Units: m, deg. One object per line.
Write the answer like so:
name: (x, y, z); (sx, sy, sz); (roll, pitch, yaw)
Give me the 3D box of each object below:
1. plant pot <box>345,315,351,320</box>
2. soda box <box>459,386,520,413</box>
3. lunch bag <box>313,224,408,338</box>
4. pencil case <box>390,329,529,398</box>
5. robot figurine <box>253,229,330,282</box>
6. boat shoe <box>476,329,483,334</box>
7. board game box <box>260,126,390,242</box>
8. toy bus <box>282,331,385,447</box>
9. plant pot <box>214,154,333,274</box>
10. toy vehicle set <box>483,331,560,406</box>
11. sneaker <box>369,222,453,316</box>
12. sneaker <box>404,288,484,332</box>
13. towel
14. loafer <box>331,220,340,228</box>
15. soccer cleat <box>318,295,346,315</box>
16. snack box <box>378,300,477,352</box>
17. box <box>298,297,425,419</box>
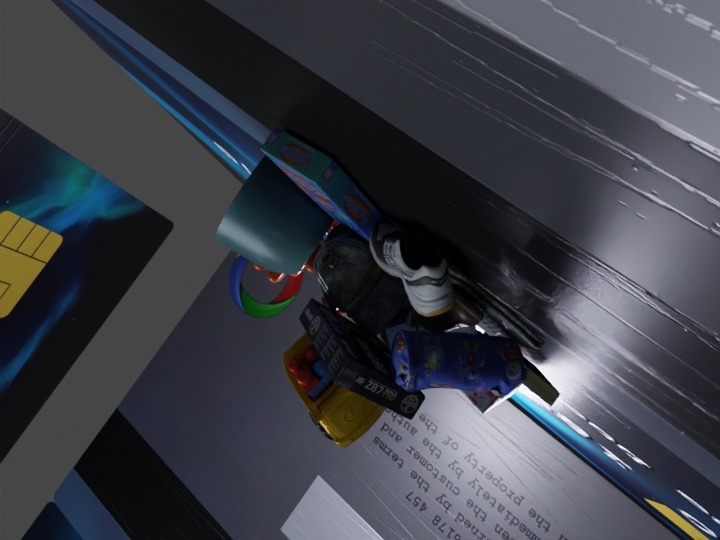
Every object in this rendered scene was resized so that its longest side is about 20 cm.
plant pot: (0.036, 0.045, 1.304); (0.199, 0.203, 0.093); (38, 149, -8)
soda box: (0.259, 0.206, 1.174); (0.070, 0.064, 0.198); (43, -159, 22)
lunch bag: (0.000, 0.000, 1.073); (0.167, 0.140, 0.200); (40, -169, -5)
pencil case: (0.140, 0.135, 0.892); (0.193, 0.090, 0.078); (6, 161, -13)
robot figurine: (-0.134, -0.072, 1.258); (0.143, 0.202, 0.116); (39, -177, 40)
boat shoe: (0.183, 0.153, 1.149); (0.200, 0.070, 0.070); (158, 92, -74)
board game box: (-0.046, -0.123, 0.951); (0.151, 0.045, 0.200); (36, 176, 42)
toy bus: (-0.070, 0.173, 1.055); (0.200, 0.136, 0.192); (47, 180, 40)
plant pot: (-0.140, -0.093, 1.109); (0.159, 0.204, 0.200); (34, 177, -6)
toy vehicle set: (0.275, 0.164, 1.090); (0.123, 0.027, 0.200); (39, -174, 2)
sneaker: (0.071, -0.029, 0.858); (0.201, 0.074, 0.090); (50, 156, 48)
sneaker: (0.123, 0.073, 0.934); (0.070, 0.077, 0.200); (37, 174, -10)
towel: (0.175, 0.054, 0.957); (0.198, 0.035, 0.193); (40, 177, -2)
loafer: (-0.022, -0.062, 1.283); (0.075, 0.069, 0.199); (41, 176, -41)
soccer cleat: (-0.001, 0.029, 1.215); (0.067, 0.198, 0.076); (52, -178, 13)
snack box: (0.105, 0.099, 1.156); (0.200, 0.163, 0.070); (-161, 54, -80)
box: (-0.003, 0.136, 0.972); (0.159, 0.050, 0.200); (30, -171, -29)
